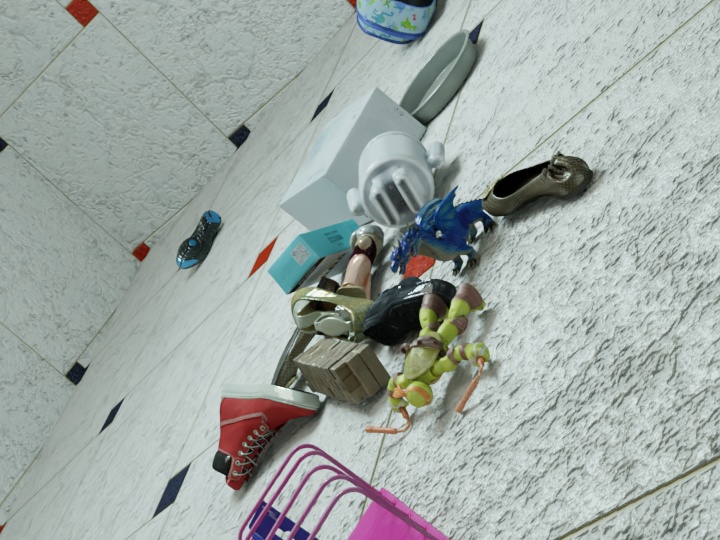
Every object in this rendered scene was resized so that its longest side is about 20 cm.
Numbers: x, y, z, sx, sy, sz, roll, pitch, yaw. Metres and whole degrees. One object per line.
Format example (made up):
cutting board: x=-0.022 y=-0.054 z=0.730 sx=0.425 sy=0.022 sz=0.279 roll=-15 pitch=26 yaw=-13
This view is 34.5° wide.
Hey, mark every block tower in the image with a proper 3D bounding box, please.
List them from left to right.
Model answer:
block tower: x=-0.028 y=0.126 z=1.488 sx=0.054 sy=0.058 sz=0.200 roll=-37 pitch=9 yaw=-17

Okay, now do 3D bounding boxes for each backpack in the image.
backpack: x=0.074 y=-0.575 z=2.494 sx=0.202 sy=0.180 sz=0.149 roll=-80 pitch=8 yaw=-52

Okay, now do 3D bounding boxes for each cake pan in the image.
cake pan: x=0.136 y=-0.332 z=2.038 sx=0.201 sy=0.037 sz=0.201 roll=-49 pitch=16 yaw=19

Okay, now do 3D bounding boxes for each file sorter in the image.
file sorter: x=-0.025 y=0.259 z=1.089 sx=0.140 sy=0.125 sz=0.200 roll=-55 pitch=16 yaw=-7

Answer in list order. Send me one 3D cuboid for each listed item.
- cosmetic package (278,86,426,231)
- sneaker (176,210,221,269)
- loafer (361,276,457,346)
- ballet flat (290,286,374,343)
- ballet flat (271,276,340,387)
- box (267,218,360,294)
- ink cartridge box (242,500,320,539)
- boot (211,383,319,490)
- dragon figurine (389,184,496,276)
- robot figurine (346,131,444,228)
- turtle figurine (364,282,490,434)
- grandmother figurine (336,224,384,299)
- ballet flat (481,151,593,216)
cosmetic package: x=-0.017 y=-0.178 z=2.009 sx=0.199 sy=0.122 sz=0.202 roll=-25 pitch=33 yaw=60
sneaker: x=-0.436 y=-0.068 z=3.140 sx=0.201 sy=0.072 sz=0.082 roll=-59 pitch=-1 yaw=-38
loafer: x=0.060 y=0.037 z=1.414 sx=0.200 sy=0.067 sz=0.071 roll=-31 pitch=35 yaw=62
ballet flat: x=-0.048 y=0.064 z=1.583 sx=0.198 sy=0.071 sz=0.071 roll=6 pitch=58 yaw=48
ballet flat: x=-0.079 y=0.103 z=1.722 sx=0.202 sy=0.046 sz=0.067 roll=-64 pitch=8 yaw=-21
box: x=-0.060 y=-0.024 z=1.782 sx=0.082 sy=0.049 sz=0.199 roll=-47 pitch=-10 yaw=22
ink cartridge box: x=-0.107 y=0.348 z=1.196 sx=0.037 sy=0.094 sz=0.202 roll=-26 pitch=31 yaw=57
boot: x=-0.133 y=0.233 z=1.606 sx=0.198 sy=0.072 sz=0.147 roll=-9 pitch=68 yaw=49
dragon figurine: x=0.108 y=-0.063 z=1.426 sx=0.059 sy=0.099 sz=0.202 roll=-27 pitch=28 yaw=57
robot figurine: x=0.052 y=-0.137 z=1.728 sx=0.167 sy=0.114 sz=0.201 roll=-25 pitch=22 yaw=12
turtle figurine: x=0.072 y=0.094 z=1.266 sx=0.199 sy=0.064 sz=0.163 roll=-37 pitch=22 yaw=46
grandmother figurine: x=0.000 y=0.000 z=1.701 sx=0.122 sy=0.060 sz=0.201 roll=-60 pitch=7 yaw=36
ballet flat: x=0.195 y=-0.103 z=1.344 sx=0.068 sy=0.046 sz=0.199 roll=-55 pitch=18 yaw=-17
